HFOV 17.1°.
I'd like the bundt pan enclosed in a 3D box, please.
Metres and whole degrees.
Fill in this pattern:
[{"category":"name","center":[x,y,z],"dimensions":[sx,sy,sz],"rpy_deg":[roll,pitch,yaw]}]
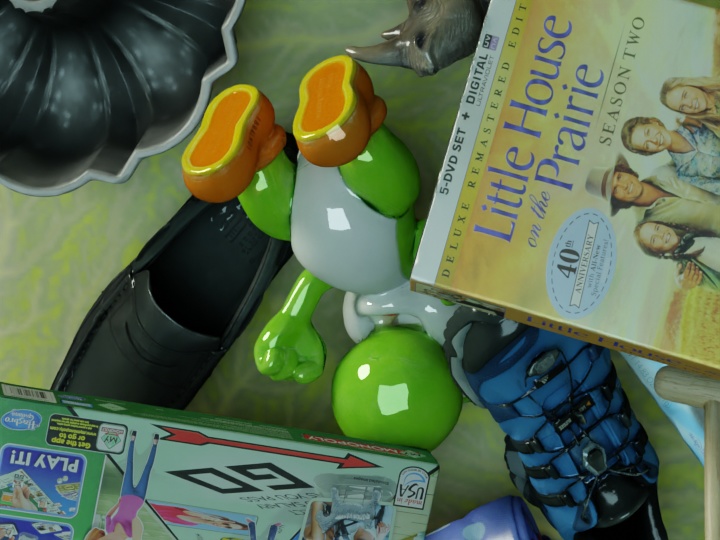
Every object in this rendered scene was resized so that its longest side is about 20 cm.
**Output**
[{"category":"bundt pan","center":[-0.141,-0.139,1.115],"dimensions":[0.200,0.076,0.204],"rpy_deg":[2,101,10]}]

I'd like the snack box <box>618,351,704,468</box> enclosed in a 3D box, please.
[{"category":"snack box","center":[0.155,-0.013,1.111],"dimensions":[0.116,0.037,0.200],"rpy_deg":[-37,93,12]}]

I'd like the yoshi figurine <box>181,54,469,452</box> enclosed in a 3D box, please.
[{"category":"yoshi figurine","center":[0.002,0.010,1.071],"dimensions":[0.112,0.112,0.200],"rpy_deg":[-42,129,-10]}]

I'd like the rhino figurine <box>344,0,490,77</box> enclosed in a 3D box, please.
[{"category":"rhino figurine","center":[0.084,-0.128,1.055],"dimensions":[0.199,0.088,0.060],"rpy_deg":[-23,130,-11]}]

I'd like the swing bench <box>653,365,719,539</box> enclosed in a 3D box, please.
[{"category":"swing bench","center":[0.231,0.140,1.032],"dimensions":[0.198,0.131,0.200],"rpy_deg":[-2,144,11]}]

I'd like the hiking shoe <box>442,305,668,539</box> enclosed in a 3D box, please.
[{"category":"hiking shoe","center":[0.098,0.066,1.059],"dimensions":[0.074,0.200,0.087],"rpy_deg":[-38,56,-5]}]

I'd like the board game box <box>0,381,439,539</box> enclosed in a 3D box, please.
[{"category":"board game box","center":[-0.075,0.131,1.051],"dimensions":[0.198,0.029,0.136],"rpy_deg":[9,99,-14]}]

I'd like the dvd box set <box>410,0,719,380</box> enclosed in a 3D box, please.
[{"category":"dvd box set","center":[0.133,-0.035,0.975],"dimensions":[0.198,0.029,0.147],"rpy_deg":[17,81,4]}]

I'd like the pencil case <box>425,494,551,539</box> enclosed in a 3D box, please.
[{"category":"pencil case","center":[0.011,0.175,1.147],"dimensions":[0.199,0.087,0.079],"rpy_deg":[-24,85,14]}]

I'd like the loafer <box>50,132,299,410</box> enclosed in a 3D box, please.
[{"category":"loafer","center":[-0.090,0.018,1.140],"dimensions":[0.068,0.070,0.201],"rpy_deg":[40,104,2]}]
